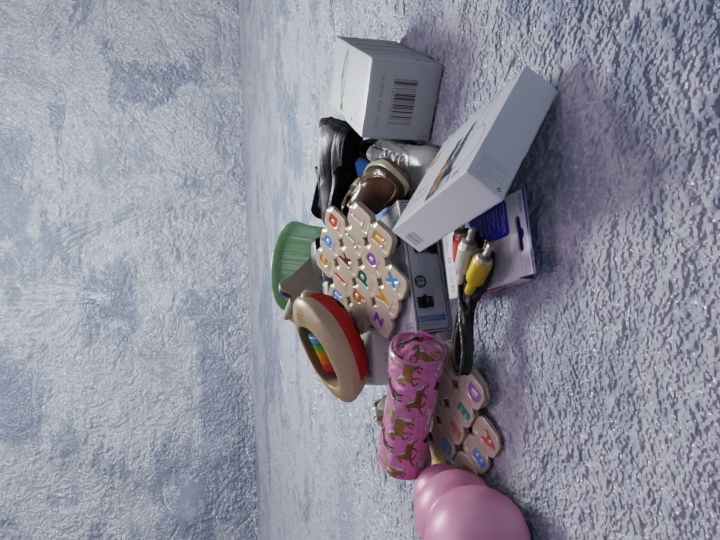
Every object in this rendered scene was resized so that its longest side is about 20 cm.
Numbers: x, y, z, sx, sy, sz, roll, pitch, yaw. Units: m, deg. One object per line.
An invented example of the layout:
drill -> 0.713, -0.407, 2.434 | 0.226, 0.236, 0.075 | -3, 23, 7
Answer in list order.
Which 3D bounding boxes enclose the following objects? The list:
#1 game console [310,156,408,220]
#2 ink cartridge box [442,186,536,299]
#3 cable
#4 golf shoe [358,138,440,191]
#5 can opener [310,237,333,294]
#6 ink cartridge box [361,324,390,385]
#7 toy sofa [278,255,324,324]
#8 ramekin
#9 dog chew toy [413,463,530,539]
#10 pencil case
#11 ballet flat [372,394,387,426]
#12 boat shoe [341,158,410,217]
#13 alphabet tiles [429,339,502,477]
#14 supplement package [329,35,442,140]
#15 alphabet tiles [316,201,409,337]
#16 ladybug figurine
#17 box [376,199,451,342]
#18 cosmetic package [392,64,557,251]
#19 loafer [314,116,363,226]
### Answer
game console -> -0.008, -0.116, 1.065 | 0.201, 0.115, 0.178 | 109, 153, -46
ink cartridge box -> 0.159, -0.026, 0.701 | 0.200, 0.036, 0.096 | 147, 119, -71
cable -> 0.119, 0.030, 0.699 | 0.097, 0.050, 0.203 | -118, 32, -54
golf shoe -> 0.059, -0.165, 0.895 | 0.200, 0.096, 0.080 | -134, 48, -61
can opener -> -0.049, 0.037, 1.037 | 0.066, 0.052, 0.203 | -24, 69, 53
ink cartridge box -> 0.031, 0.099, 1.016 | 0.146, 0.083, 0.203 | 150, 117, -69
toy sofa -> -0.078, 0.018, 1.149 | 0.097, 0.200, 0.083 | 38, 149, 4
ramekin -> -0.111, -0.005, 1.281 | 0.200, 0.096, 0.204 | 6, -90, -71
dog chew toy -> 0.123, 0.307, 0.714 | 0.200, 0.122, 0.127 | -148, 58, -75
pencil case -> 0.070, 0.185, 0.790 | 0.087, 0.081, 0.203 | -114, 26, -62
ballet flat -> 0.054, 0.234, 0.989 | 0.200, 0.068, 0.070 | 122, 142, -59
boat shoe -> 0.017, -0.113, 0.906 | 0.075, 0.074, 0.202 | -52, 8, -12
alphabet tiles -> 0.118, 0.196, 0.808 | 0.196, 0.014, 0.202 | 54, 143, 38
supplement package -> 0.032, -0.297, 0.928 | 0.201, 0.115, 0.119 | -121, 34, -56
alphabet tiles -> 0.000, 0.000, 0.898 | 0.196, 0.014, 0.202 | 44, 136, 31
ladybug figurine -> -0.043, 0.116, 0.928 | 0.135, 0.071, 0.202 | 15, 131, 55
box -> 0.077, 0.002, 0.898 | 0.117, 0.059, 0.203 | 142, 122, -67
cosmetic package -> 0.123, -0.118, 0.663 | 0.152, 0.051, 0.200 | -57, 8, -21
loafer -> -0.046, -0.168, 0.999 | 0.072, 0.072, 0.202 | 31, 127, 27
